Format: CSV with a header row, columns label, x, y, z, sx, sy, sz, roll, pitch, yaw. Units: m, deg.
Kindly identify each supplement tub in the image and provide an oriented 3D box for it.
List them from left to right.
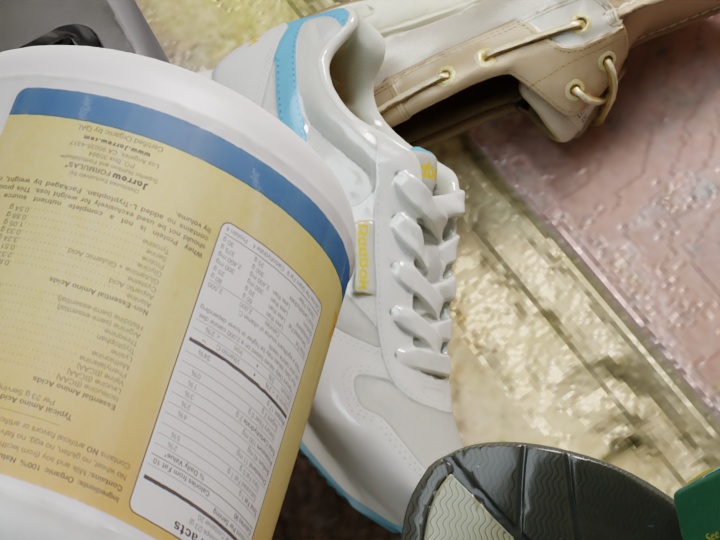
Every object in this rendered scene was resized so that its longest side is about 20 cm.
label,x,y,z,sx,sy,sz,roll,pitch,yaw
supplement tub,-0.092,0.050,0.711,0.144,0.145,0.201,5,61,23

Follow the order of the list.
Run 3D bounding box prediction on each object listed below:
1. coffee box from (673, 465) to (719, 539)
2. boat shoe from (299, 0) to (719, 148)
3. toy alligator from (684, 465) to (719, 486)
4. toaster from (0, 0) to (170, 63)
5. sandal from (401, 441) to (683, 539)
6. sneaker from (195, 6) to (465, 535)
label,x,y,z,sx,sy,sz,roll,pitch,yaw
coffee box,0.162,0.149,0.643,0.044,0.122,0.201,-38,53,46
boat shoe,0.069,-0.081,0.897,0.199,0.074,0.070,-15,76,9
toy alligator,0.086,0.114,0.758,0.199,0.054,0.059,-33,52,-3
toaster,-0.164,-0.065,0.884,0.180,0.200,0.119,-28,47,-1
sandal,0.098,0.115,0.708,0.200,0.057,0.080,24,78,-16
sneaker,0.000,0.000,0.825,0.080,0.076,0.201,-29,71,18
